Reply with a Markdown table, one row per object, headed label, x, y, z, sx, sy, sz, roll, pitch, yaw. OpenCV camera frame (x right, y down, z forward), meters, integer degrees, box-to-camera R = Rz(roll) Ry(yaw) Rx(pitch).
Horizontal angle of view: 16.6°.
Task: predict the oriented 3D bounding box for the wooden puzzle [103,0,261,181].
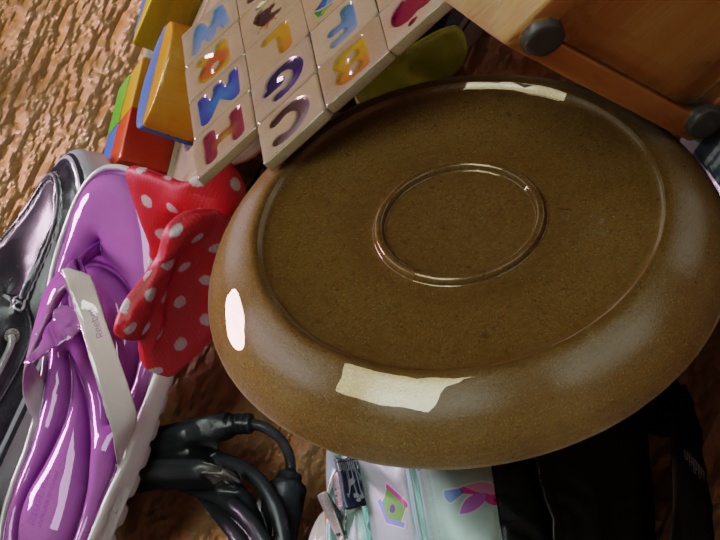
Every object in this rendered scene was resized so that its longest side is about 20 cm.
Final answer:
| label | x | y | z | sx | sy | sz | roll | pitch | yaw |
| --- | --- | --- | --- | --- | --- | --- | --- | --- | --- |
| wooden puzzle | -0.080 | -0.116 | 1.182 | 0.200 | 0.046 | 0.187 | 151 | 134 | -64 |

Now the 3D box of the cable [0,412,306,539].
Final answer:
| label | x | y | z | sx | sy | sz | roll | pitch | yaw |
| --- | --- | --- | --- | --- | --- | --- | --- | --- | --- |
| cable | -0.106 | 0.154 | 1.135 | 0.199 | 0.051 | 0.164 | -15 | 69 | 34 |

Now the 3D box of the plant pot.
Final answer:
| label | x | y | z | sx | sy | sz | roll | pitch | yaw |
| --- | --- | --- | --- | --- | --- | --- | --- | --- | --- |
| plant pot | 0.038 | -0.011 | 0.915 | 0.198 | 0.028 | 0.201 | -6 | 44 | 6 |

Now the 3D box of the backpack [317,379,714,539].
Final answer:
| label | x | y | z | sx | sy | sz | roll | pitch | yaw |
| --- | --- | --- | --- | --- | --- | --- | --- | --- | --- |
| backpack | 0.059 | 0.113 | 0.976 | 0.126 | 0.166 | 0.202 | -20 | 68 | 37 |

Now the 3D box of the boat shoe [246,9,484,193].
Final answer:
| label | x | y | z | sx | sy | sz | roll | pitch | yaw |
| --- | --- | --- | --- | --- | --- | --- | --- | --- | --- |
| boat shoe | -0.013 | -0.094 | 1.150 | 0.074 | 0.093 | 0.201 | 30 | 87 | 40 |

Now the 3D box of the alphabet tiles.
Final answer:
| label | x | y | z | sx | sy | sz | roll | pitch | yaw |
| --- | --- | --- | --- | --- | --- | --- | --- | --- | --- |
| alphabet tiles | -0.011 | -0.121 | 1.011 | 0.166 | 0.006 | 0.200 | -41 | 28 | 16 |

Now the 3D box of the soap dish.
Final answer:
| label | x | y | z | sx | sy | sz | roll | pitch | yaw |
| --- | --- | --- | --- | --- | --- | --- | --- | --- | --- |
| soap dish | 0.131 | -0.140 | 0.878 | 0.200 | 0.157 | 0.082 | -42 | 53 | 22 |

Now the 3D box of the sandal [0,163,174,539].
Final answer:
| label | x | y | z | sx | sy | sz | roll | pitch | yaw |
| --- | --- | --- | --- | --- | --- | --- | --- | --- | --- |
| sandal | -0.127 | 0.050 | 1.112 | 0.082 | 0.050 | 0.204 | 5 | 84 | 35 |

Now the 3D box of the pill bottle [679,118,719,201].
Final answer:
| label | x | y | z | sx | sy | sz | roll | pitch | yaw |
| --- | --- | --- | --- | --- | --- | --- | --- | --- | --- |
| pill bottle | 0.190 | -0.024 | 0.956 | 0.119 | 0.119 | 0.201 | -33 | 54 | 18 |

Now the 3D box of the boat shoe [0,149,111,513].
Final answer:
| label | x | y | z | sx | sy | sz | roll | pitch | yaw |
| --- | --- | --- | --- | --- | --- | --- | --- | --- | --- |
| boat shoe | -0.178 | 0.031 | 1.190 | 0.201 | 0.067 | 0.072 | -66 | 31 | 14 |

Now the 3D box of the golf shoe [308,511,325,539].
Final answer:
| label | x | y | z | sx | sy | sz | roll | pitch | yaw |
| --- | --- | --- | --- | --- | --- | --- | --- | --- | --- |
| golf shoe | -0.010 | 0.185 | 1.018 | 0.072 | 0.092 | 0.201 | -14 | 60 | 30 |

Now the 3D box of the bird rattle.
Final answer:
| label | x | y | z | sx | sy | sz | roll | pitch | yaw |
| --- | --- | --- | --- | --- | --- | --- | --- | --- | --- |
| bird rattle | 0.000 | 0.000 | 1.050 | 0.200 | 0.163 | 0.113 | -37 | 31 | 4 |
